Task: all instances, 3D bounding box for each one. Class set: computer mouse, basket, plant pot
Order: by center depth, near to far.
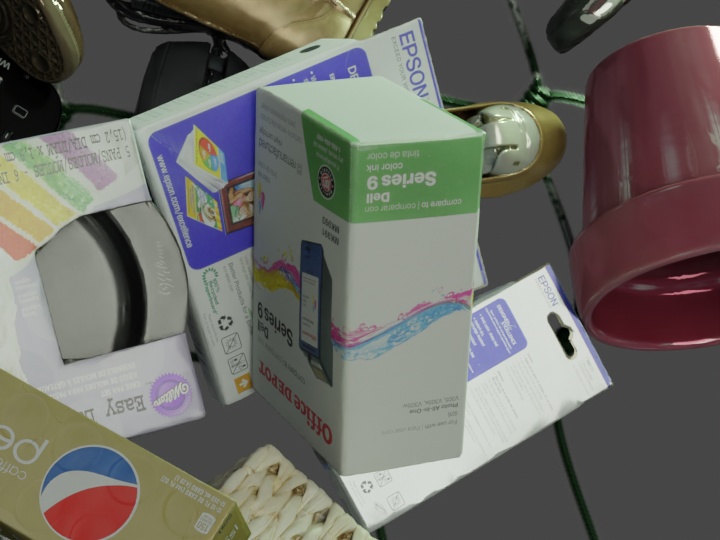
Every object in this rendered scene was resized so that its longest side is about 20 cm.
[{"bbox_3d":[-0.085,0.203,0.951,0.123,0.200,0.136,49,50,-2],"label":"basket"},{"bbox_3d":[-0.112,-0.094,1.072,0.138,0.053,0.200,15,77,-20],"label":"computer mouse"},{"bbox_3d":[0.233,-0.060,1.144,0.200,0.200,0.179,1,66,-22],"label":"plant pot"}]

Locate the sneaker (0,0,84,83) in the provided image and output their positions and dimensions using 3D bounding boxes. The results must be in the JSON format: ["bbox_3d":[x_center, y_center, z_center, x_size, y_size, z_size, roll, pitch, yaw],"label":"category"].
[{"bbox_3d":[-0.219,-0.215,1.033,0.076,0.070,0.200,-35,93,-40],"label":"sneaker"}]

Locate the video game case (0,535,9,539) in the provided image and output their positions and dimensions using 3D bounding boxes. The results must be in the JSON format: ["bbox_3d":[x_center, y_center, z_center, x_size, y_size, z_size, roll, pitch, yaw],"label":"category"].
[{"bbox_3d":[-0.247,0.259,0.983,0.182,0.022,0.200,-38,96,-22],"label":"video game case"}]

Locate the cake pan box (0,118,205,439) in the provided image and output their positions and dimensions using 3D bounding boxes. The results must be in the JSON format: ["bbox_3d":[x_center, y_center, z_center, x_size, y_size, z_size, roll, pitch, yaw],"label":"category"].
[{"bbox_3d":[-0.199,0.021,0.939,0.200,0.052,0.184,-13,90,-23],"label":"cake pan box"}]

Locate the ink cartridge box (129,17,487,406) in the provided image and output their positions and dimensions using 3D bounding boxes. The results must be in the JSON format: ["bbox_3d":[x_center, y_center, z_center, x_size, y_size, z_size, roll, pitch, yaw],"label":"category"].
[{"bbox_3d":[-0.031,-0.040,1.054,0.200,0.043,0.198,-24,116,-17],"label":"ink cartridge box"}]

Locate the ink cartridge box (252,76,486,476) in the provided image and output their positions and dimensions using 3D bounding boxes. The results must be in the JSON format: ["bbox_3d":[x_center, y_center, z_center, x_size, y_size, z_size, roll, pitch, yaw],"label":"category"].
[{"bbox_3d":[0.000,0.000,0.973,0.087,0.145,0.200,-8,112,-23],"label":"ink cartridge box"}]

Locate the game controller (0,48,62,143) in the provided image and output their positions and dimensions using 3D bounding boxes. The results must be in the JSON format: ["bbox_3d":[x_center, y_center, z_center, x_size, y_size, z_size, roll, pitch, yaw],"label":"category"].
[{"bbox_3d":[-0.284,-0.118,1.012,0.200,0.042,0.104,32,72,-16],"label":"game controller"}]

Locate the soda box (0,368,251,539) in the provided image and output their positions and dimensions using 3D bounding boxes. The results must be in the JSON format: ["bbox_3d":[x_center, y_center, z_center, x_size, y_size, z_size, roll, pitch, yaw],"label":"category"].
[{"bbox_3d":[-0.159,0.105,0.836,0.200,0.064,0.068,27,71,14],"label":"soda box"}]

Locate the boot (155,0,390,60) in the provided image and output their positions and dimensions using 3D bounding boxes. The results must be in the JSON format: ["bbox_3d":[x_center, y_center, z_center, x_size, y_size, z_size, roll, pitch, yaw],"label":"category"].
[{"bbox_3d":[-0.071,-0.222,1.088,0.200,0.066,0.175,31,52,-13],"label":"boot"}]

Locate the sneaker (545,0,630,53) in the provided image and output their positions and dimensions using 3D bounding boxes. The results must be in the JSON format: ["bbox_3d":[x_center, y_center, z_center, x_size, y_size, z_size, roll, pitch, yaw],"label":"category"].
[{"bbox_3d":[0.165,-0.252,1.205,0.116,0.076,0.200,43,59,-6],"label":"sneaker"}]

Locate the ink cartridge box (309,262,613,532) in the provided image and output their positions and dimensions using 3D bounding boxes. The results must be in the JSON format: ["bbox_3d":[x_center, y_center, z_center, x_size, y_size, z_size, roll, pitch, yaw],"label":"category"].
[{"bbox_3d":[0.062,0.084,1.110,0.200,0.039,0.100,-28,93,-13],"label":"ink cartridge box"}]

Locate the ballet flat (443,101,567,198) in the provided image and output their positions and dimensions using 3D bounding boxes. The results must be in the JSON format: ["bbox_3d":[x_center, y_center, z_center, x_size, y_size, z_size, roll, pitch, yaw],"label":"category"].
[{"bbox_3d":[0.067,-0.082,1.137,0.200,0.063,0.069,-12,85,-23],"label":"ballet flat"}]
